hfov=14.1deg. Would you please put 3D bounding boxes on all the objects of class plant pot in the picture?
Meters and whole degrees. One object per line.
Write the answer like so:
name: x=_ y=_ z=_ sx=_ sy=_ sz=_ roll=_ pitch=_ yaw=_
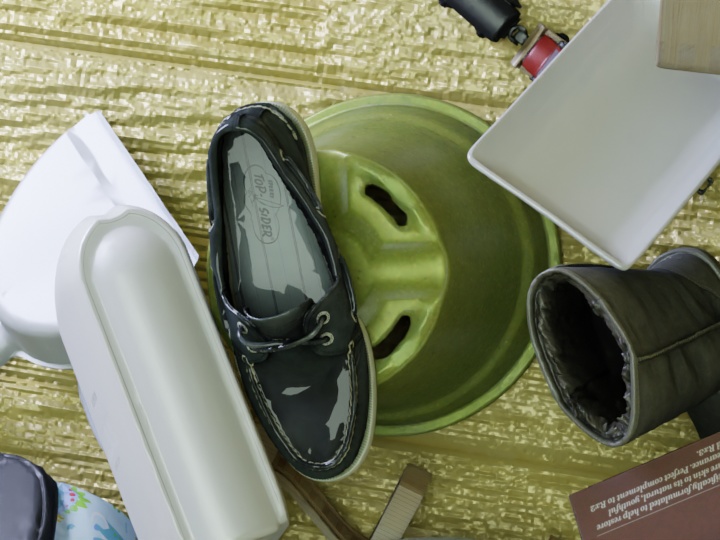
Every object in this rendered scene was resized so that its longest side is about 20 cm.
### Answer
plant pot: x=0.000 y=0.000 z=1.599 sx=0.200 sy=0.184 sz=0.201 roll=0 pitch=92 yaw=12

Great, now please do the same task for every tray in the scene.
tray: x=0.144 y=-0.079 z=1.584 sx=0.107 sy=0.200 sz=0.022 roll=36 pitch=138 yaw=8

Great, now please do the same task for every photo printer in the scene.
photo printer: x=-0.107 y=0.066 z=1.551 sx=0.069 sy=0.166 sz=0.200 roll=-20 pitch=81 yaw=-12

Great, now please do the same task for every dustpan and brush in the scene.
dustpan and brush: x=-0.191 y=0.020 z=1.701 sx=0.200 sy=0.057 sz=0.140 roll=-38 pitch=59 yaw=3

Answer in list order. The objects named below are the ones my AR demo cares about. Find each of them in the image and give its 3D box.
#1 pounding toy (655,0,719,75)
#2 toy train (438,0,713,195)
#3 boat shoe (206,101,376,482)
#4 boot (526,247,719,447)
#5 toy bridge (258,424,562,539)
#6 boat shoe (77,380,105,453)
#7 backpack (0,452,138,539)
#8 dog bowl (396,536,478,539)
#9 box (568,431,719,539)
pounding toy: x=0.248 y=-0.211 z=1.554 sx=0.142 sy=0.200 sz=0.185 roll=7 pitch=108 yaw=12
toy train: x=0.119 y=-0.110 z=1.640 sx=0.200 sy=0.046 sz=0.034 roll=40 pitch=99 yaw=8
boat shoe: x=-0.040 y=0.012 z=1.480 sx=0.074 sy=0.066 sz=0.200 roll=-7 pitch=90 yaw=13
boot: x=0.174 y=0.067 z=1.553 sx=0.073 sy=0.200 sz=0.182 roll=-36 pitch=83 yaw=18
toy bridge: x=0.019 y=0.143 z=1.666 sx=0.200 sy=0.027 sz=0.067 roll=26 pitch=123 yaw=0
boat shoe: x=-0.109 y=0.100 z=1.687 sx=0.073 sy=0.065 sz=0.200 roll=-26 pitch=66 yaw=19
backpack: x=-0.160 y=0.217 z=1.642 sx=0.153 sy=0.163 sz=0.200 roll=-13 pitch=122 yaw=14
dog bowl: x=0.002 y=0.218 z=1.574 sx=0.200 sy=0.200 sz=0.079 roll=-11 pitch=104 yaw=12
box: x=0.193 y=0.162 z=1.552 sx=0.100 sy=0.200 sz=0.075 roll=-23 pitch=62 yaw=11
